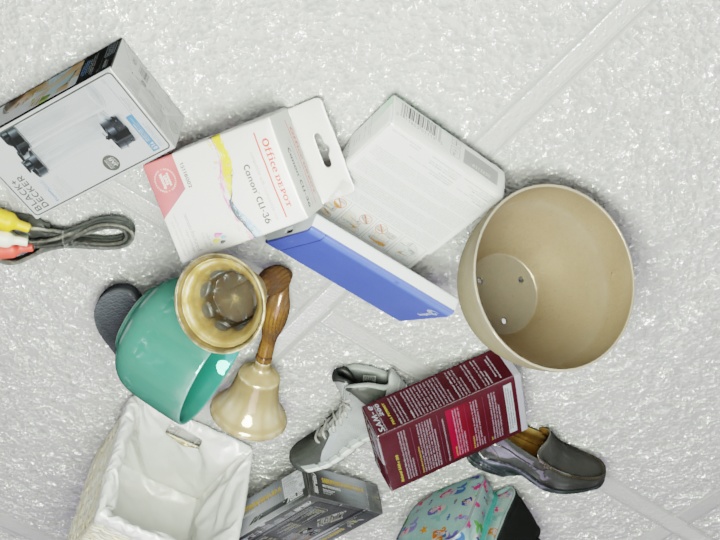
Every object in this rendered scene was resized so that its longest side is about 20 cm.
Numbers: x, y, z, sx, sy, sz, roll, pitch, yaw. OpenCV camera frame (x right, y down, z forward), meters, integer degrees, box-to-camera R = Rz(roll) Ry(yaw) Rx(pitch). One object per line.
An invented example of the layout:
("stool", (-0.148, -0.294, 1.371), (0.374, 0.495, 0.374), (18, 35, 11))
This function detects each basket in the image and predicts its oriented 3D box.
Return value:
("basket", (-0.273, 0.314, 1.541), (0.197, 0.201, 0.161), (27, 133, -20))

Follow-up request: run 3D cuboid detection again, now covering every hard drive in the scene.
("hard drive", (0.000, 0.000, 1.314), (0.199, 0.026, 0.132), (31, 163, -22))

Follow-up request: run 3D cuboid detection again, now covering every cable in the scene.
("cable", (-0.365, -0.031, 1.335), (0.197, 0.051, 0.098), (9, 132, -3))

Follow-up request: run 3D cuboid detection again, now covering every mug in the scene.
("mug", (-0.216, 0.091, 1.346), (0.114, 0.153, 0.185), (31, 160, 7))

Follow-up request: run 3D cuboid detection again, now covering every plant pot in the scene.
("plant pot", (0.187, 0.016, 1.277), (0.198, 0.202, 0.134), (23, 164, -16))

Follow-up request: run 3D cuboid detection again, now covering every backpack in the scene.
("backpack", (0.133, 0.395, 1.601), (0.199, 0.178, 0.151), (-34, 100, 34))

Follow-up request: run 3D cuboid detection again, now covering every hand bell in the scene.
("hand bell", (-0.117, 0.021, 1.281), (0.103, 0.200, 0.106), (3, 99, 17))
("hand bell", (-0.118, 0.103, 1.432), (0.103, 0.105, 0.202), (13, 119, -9))

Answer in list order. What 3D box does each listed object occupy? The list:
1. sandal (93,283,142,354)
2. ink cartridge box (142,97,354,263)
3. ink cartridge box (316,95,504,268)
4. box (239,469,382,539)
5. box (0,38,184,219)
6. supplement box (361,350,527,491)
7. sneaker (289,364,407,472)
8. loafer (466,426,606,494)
("sandal", (-0.283, 0.084, 1.444), (0.075, 0.043, 0.201), (4, 137, 12))
("ink cartridge box", (-0.118, -0.098, 1.224), (0.198, 0.068, 0.118), (-19, 100, 18))
("ink cartridge box", (0.039, -0.085, 1.278), (0.160, 0.050, 0.200), (31, 137, -22))
("box", (-0.092, 0.351, 1.623), (0.199, 0.049, 0.158), (-35, 143, 29))
("box", (-0.303, -0.148, 1.224), (0.198, 0.061, 0.117), (-22, 126, 21))
("supplement box", (0.109, 0.187, 1.446), (0.198, 0.061, 0.110), (-22, 131, -10))
("sneaker", (-0.027, 0.181, 1.497), (0.198, 0.075, 0.116), (-27, 121, 12))
("loafer", (0.243, 0.246, 1.533), (0.198, 0.073, 0.073), (13, 126, -10))
